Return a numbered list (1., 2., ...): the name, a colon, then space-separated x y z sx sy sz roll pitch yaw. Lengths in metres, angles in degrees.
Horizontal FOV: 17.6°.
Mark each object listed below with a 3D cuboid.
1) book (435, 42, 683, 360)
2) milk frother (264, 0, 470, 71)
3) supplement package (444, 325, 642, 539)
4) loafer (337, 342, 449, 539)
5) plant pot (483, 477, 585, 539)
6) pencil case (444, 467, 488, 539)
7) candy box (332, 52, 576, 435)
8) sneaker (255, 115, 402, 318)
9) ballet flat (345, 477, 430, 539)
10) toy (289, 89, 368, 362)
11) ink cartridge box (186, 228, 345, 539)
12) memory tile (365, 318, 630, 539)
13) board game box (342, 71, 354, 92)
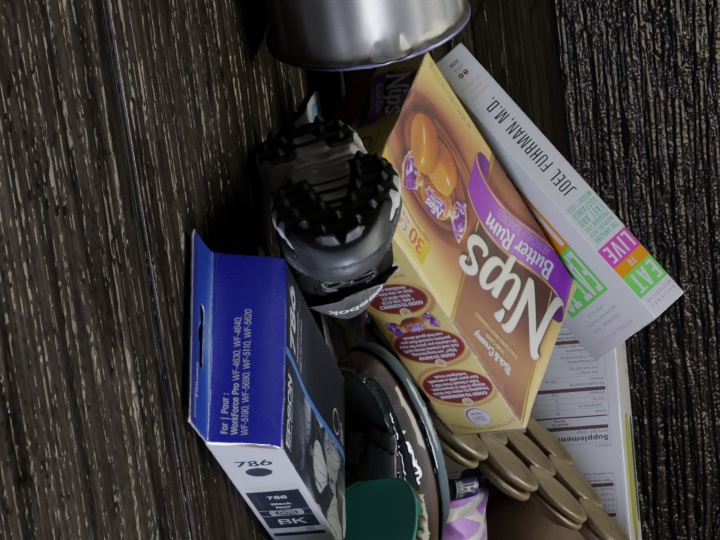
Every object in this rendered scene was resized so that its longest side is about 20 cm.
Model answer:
1. book: 0.110 -0.043 1.443 0.200 0.048 0.134 48 -12 4
2. milk frother: 0.032 -0.235 1.258 0.181 0.199 0.189 -86 167 -60
3. supplement package: 0.132 0.140 1.775 0.152 0.150 0.201 33 53 -78
4. loafer: 0.011 0.139 1.332 0.063 0.072 0.201 -32 125 -31
5. plant pot: 0.117 0.233 1.603 0.200 0.199 0.176 -46 113 -77
6. pencil case: 0.052 0.223 1.456 0.085 0.084 0.201 -11 99 -40
7. candy box: 0.047 -0.012 1.348 0.200 0.056 0.117 54 43 -33
8. sneaker: -0.009 -0.014 1.169 0.200 0.066 0.091 -118 -168 -73
9. ballet flat: -0.009 0.189 1.198 0.200 0.071 0.072 -67 151 -54
10. toy: 0.000 0.000 1.385 0.115 0.047 0.201 -69 152 -73
11. ink cartridge box: -0.042 0.063 1.138 0.200 0.039 0.100 63 25 -64
12. memory tile: 0.087 0.109 1.493 0.200 0.017 0.153 34 14 -35
13. board game box: 0.021 -0.066 1.462 0.135 0.029 0.201 -155 -124 -78
